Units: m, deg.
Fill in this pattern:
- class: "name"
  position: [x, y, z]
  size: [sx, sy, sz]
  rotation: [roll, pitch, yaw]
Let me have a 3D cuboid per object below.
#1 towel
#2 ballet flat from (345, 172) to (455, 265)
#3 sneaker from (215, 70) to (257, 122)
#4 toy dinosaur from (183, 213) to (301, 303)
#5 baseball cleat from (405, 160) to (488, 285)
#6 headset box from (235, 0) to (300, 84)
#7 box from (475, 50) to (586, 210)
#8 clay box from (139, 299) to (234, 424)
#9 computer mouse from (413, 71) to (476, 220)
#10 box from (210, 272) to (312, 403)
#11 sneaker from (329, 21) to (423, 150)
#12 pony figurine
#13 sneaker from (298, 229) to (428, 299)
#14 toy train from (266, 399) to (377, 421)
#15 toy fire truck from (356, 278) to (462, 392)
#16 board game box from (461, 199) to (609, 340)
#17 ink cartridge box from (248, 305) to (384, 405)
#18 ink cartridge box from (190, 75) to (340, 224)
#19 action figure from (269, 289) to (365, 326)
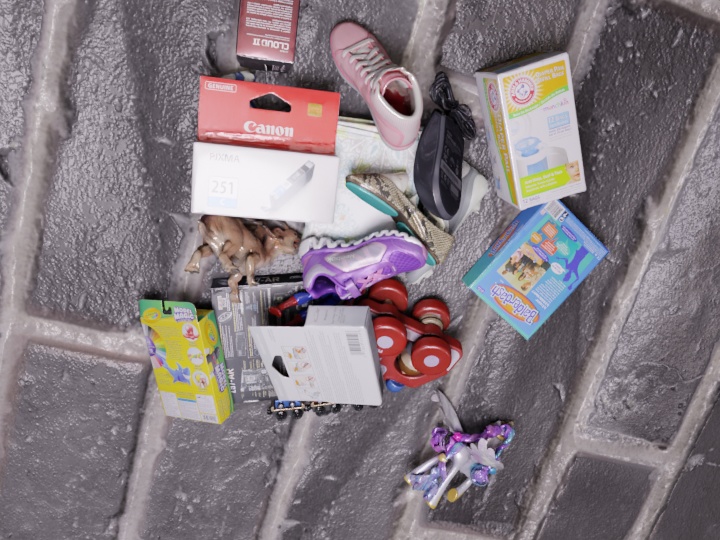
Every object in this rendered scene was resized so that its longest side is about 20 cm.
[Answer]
- class: "towel"
  position: [0.006, -0.123, 0.958]
  size: [0.168, 0.048, 0.204]
  rotation: [7, 108, -7]
- class: "ballet flat"
  position: [0.064, -0.092, 0.923]
  size: [0.199, 0.068, 0.076]
  rotation: [41, 79, -23]
- class: "sneaker"
  position: [-0.149, -0.184, 0.918]
  size: [0.087, 0.075, 0.203]
  rotation: [-24, 111, 0]
- class: "toy dinosaur"
  position: [-0.180, -0.044, 0.921]
  size: [0.085, 0.138, 0.200]
  rotation: [-11, 149, 29]
- class: "baseball cleat"
  position: [0.112, -0.081, 1.002]
  size: [0.106, 0.070, 0.201]
  rotation: [36, 90, -15]
- class: "headset box"
  position: [-0.116, -0.345, 0.820]
  size: [0.073, 0.149, 0.204]
  rotation: [5, 100, -10]
- class: "box"
  position: [0.253, -0.210, 0.955]
  size: [0.110, 0.102, 0.203]
  rotation: [-16, 110, -3]
- class: "clay box"
  position: [-0.270, 0.134, 0.995]
  size: [0.113, 0.048, 0.204]
  rotation: [2, 111, 24]
- class: "computer mouse"
  position: [0.113, -0.163, 0.913]
  size: [0.052, 0.204, 0.138]
  rotation: [-4, 153, 31]
- class: "box"
  position: [-0.152, 0.110, 1.031]
  size: [0.157, 0.044, 0.204]
  rotation: [-4, 109, -7]
- class: "sneaker"
  position: [0.025, -0.269, 0.870]
  size: [0.074, 0.105, 0.203]
  rotation: [-27, 84, -10]
- class: "pony figurine"
  position: [0.172, 0.315, 1.109]
  size: [0.200, 0.167, 0.193]
  rotation: [-44, 141, 4]
- class: "sneaker"
  position: [0.000, 0.000, 0.920]
  size: [0.196, 0.090, 0.081]
  rotation: [-5, 143, 18]
- class: "toy train"
  position: [-0.062, 0.220, 1.087]
  size: [0.196, 0.034, 0.047]
  rotation: [-6, 106, -7]
- class: "toy fire truck"
  position: [0.056, 0.125, 1.047]
  size: [0.197, 0.113, 0.169]
  rotation: [25, 127, -15]
- class: "board game box"
  position: [0.288, -0.008, 1.058]
  size: [0.152, 0.045, 0.201]
  rotation: [39, 99, -19]
- class: "ink cartridge box"
  position: [-0.059, 0.131, 0.968]
  size: [0.170, 0.044, 0.202]
  rotation: [1, 137, 12]
- class: "ink cartridge box"
  position: [-0.126, -0.161, 0.870]
  size: [0.196, 0.045, 0.180]
  rotation: [3, 103, -12]
- class: "action figure"
  position: [-0.043, 0.039, 0.994]
  size: [0.198, 0.051, 0.066]
  rotation: [-30, 116, -28]
